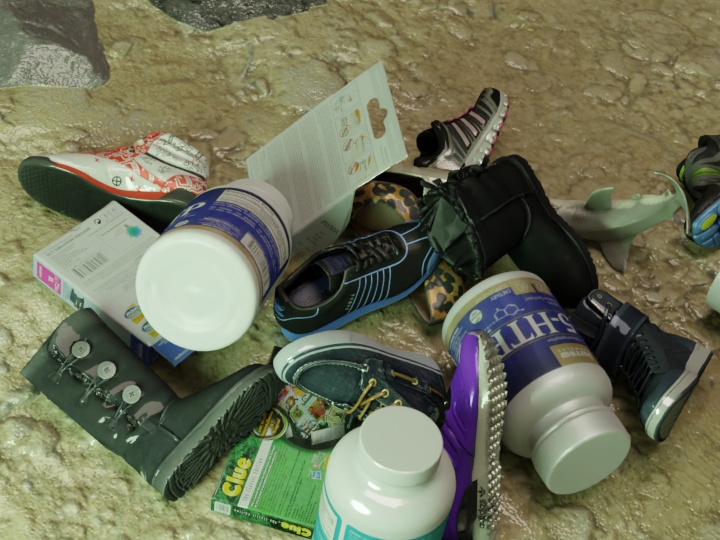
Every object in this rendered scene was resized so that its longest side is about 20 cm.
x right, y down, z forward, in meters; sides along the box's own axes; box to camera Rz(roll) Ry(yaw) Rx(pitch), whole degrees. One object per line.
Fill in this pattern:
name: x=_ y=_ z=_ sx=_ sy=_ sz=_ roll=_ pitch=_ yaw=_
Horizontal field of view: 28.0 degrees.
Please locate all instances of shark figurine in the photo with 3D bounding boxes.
shark figurine: x=0.301 y=-0.046 z=1.608 sx=0.128 sy=0.214 sz=0.090 roll=9 pitch=78 yaw=-43

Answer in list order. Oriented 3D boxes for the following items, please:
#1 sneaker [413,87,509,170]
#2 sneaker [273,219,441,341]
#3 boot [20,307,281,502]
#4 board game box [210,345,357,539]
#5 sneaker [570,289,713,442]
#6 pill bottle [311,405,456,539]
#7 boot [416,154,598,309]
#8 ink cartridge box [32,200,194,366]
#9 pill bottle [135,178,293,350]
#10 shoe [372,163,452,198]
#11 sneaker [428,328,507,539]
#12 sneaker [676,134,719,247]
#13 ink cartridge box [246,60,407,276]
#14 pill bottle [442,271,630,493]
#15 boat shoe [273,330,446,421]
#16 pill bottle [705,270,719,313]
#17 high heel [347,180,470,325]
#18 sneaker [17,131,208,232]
sneaker: x=0.113 y=-0.155 z=1.692 sx=0.087 sy=0.074 sz=0.200 roll=23 pitch=50 yaw=3
sneaker: x=0.000 y=0.000 z=1.475 sx=0.199 sy=0.078 sz=0.070 roll=-33 pitch=62 yaw=-13
boot: x=-0.198 y=0.101 z=1.368 sx=0.200 sy=0.066 sz=0.165 roll=34 pitch=61 yaw=27
board game box: x=-0.063 y=0.160 z=1.382 sx=0.104 sy=0.024 sz=0.201 roll=17 pitch=45 yaw=4
sneaker: x=0.266 y=0.092 z=1.447 sx=0.146 sy=0.077 sz=0.202 roll=31 pitch=20 yaw=11
pill bottle: x=0.019 y=0.205 z=1.229 sx=0.110 sy=0.201 sz=0.111 roll=6 pitch=45 yaw=-6
boot: x=0.153 y=-0.029 z=1.514 sx=0.162 sy=0.073 sz=0.199 roll=-25 pitch=84 yaw=-51
ink cartridge box: x=-0.223 y=0.020 z=1.474 sx=0.199 sy=0.042 sz=0.119 roll=34 pitch=49 yaw=20
pill bottle: x=-0.132 y=-0.015 z=1.407 sx=0.119 sy=0.120 sz=0.200 roll=17 pitch=24 yaw=5
shoe: x=0.055 y=-0.084 z=1.612 sx=0.199 sy=0.070 sz=0.053 roll=17 pitch=25 yaw=17
sneaker: x=0.078 y=0.153 z=1.322 sx=0.099 sy=0.202 sz=0.070 roll=3 pitch=2 yaw=17
sneaker: x=0.410 y=-0.096 z=1.708 sx=0.082 sy=0.071 sz=0.200 roll=10 pitch=42 yaw=19
ink cartridge box: x=-0.030 y=-0.110 z=1.552 sx=0.199 sy=0.050 sz=0.163 roll=-32 pitch=44 yaw=20
pill bottle: x=0.173 y=0.110 z=1.402 sx=0.119 sy=0.120 sz=0.200 roll=-13 pitch=50 yaw=-23
boat shoe: x=0.013 y=0.118 z=1.366 sx=0.199 sy=0.071 sz=0.091 roll=12 pitch=41 yaw=-39
pill bottle: x=0.472 y=0.055 z=1.532 sx=0.200 sy=0.112 sz=0.111 roll=35 pitch=49 yaw=23
high heel: x=0.027 y=-0.022 z=1.547 sx=0.199 sy=0.072 sz=0.143 roll=22 pitch=44 yaw=3
sneaker: x=-0.264 y=-0.107 z=1.577 sx=0.200 sy=0.067 sz=0.108 roll=13 pitch=44 yaw=-4
